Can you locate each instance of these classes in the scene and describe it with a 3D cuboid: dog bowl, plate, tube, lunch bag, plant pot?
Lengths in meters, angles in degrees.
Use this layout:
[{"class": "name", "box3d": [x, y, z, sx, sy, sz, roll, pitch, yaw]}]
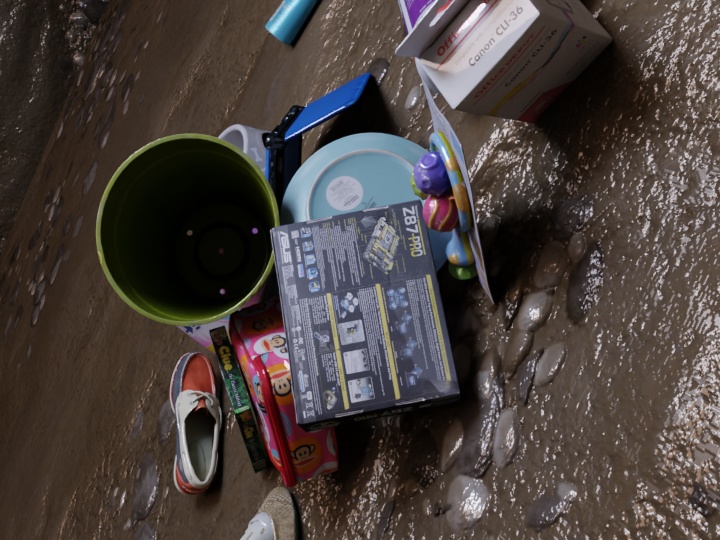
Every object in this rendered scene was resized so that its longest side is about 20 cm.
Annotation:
[{"class": "dog bowl", "box3d": [-0.205, -0.140, 1.442, 0.199, 0.058, 0.203, -35, 45, 43]}, {"class": "plate", "box3d": [0.009, -0.065, 0.967, 0.026, 0.196, 0.204, 79, -162, -67]}, {"class": "tube", "box3d": [-0.080, -0.463, 1.464, 0.201, 0.050, 0.078, -53, 38, 15]}, {"class": "lunch bag", "box3d": [-0.083, 0.140, 1.009, 0.200, 0.081, 0.179, -130, 24, -63]}, {"class": "plant pot", "box3d": [-0.179, -0.033, 1.045, 0.193, 0.197, 0.204, 73, -144, -83]}]

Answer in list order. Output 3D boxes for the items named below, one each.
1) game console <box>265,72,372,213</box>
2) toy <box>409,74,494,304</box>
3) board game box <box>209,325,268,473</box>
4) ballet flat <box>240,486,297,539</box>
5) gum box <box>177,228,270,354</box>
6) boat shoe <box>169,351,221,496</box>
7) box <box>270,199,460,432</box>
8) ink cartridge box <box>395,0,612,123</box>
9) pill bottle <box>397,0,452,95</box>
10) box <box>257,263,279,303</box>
[{"class": "game console", "box3d": [-0.052, -0.161, 1.187, 0.201, 0.116, 0.174, -73, -13, -68]}, {"class": "toy", "box3d": [0.077, -0.065, 0.846, 0.046, 0.202, 0.116, -22, 45, 1]}, {"class": "board game box", "box3d": [-0.141, 0.156, 1.057, 0.201, 0.023, 0.106, 90, 157, -60]}, {"class": "ballet flat", "box3d": [-0.105, 0.328, 0.994, 0.070, 0.065, 0.203, -43, 39, 34]}, {"class": "gum box", "box3d": [-0.186, 0.028, 1.242, 0.199, 0.113, 0.067, -37, 21, 40]}, {"class": "boat shoe", "box3d": [-0.224, 0.204, 1.242, 0.063, 0.070, 0.204, 134, 139, -56]}, {"class": "box", "box3d": [0.003, 0.042, 0.888, 0.158, 0.049, 0.204, -12, 71, 3]}, {"class": "ink cartridge box", "box3d": [0.133, -0.204, 0.824, 0.117, 0.198, 0.068, -47, 66, 31]}, {"class": "pill bottle", "box3d": [0.102, -0.296, 1.016, 0.112, 0.111, 0.202, -44, 39, 33]}, {"class": "box", "box3d": [-0.094, 0.032, 1.116, 0.083, 0.048, 0.202, -85, 18, -55]}]
